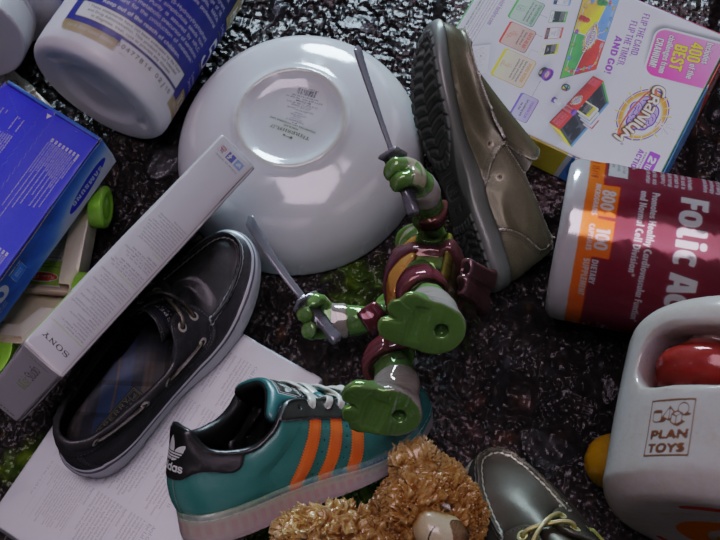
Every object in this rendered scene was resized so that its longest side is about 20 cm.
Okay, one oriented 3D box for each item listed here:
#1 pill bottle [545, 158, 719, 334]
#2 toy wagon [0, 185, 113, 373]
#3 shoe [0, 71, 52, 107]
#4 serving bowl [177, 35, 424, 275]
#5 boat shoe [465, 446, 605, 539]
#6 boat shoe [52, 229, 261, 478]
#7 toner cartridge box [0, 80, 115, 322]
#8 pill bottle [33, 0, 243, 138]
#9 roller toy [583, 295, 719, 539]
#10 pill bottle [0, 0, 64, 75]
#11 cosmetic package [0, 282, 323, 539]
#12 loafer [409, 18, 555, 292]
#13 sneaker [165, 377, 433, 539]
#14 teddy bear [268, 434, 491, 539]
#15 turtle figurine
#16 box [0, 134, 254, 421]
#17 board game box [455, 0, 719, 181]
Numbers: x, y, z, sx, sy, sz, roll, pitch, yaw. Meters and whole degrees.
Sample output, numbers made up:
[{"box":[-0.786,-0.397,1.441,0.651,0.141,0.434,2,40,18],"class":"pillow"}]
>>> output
[{"box":[0.233,-0.005,0.818,0.197,0.115,0.116,10,68,10],"class":"pill bottle"},{"box":[-0.273,0.003,0.898,0.152,0.040,0.203,4,72,7],"class":"toy wagon"},{"box":[-0.325,-0.150,0.962,0.198,0.054,0.070,32,74,14],"class":"shoe"},{"box":[-0.049,-0.102,0.913,0.196,0.066,0.203,-2,66,4],"class":"serving bowl"},{"box":[0.131,0.191,0.760,0.071,0.061,0.203,-22,58,-16],"class":"boat shoe"},{"box":[-0.138,0.046,0.801,0.069,0.066,0.201,34,72,17],"class":"boat shoe"},{"box":[-0.275,-0.030,0.865,0.094,0.043,0.201,31,78,13],"class":"toner cartridge box"},{"box":[-0.159,-0.219,0.943,0.118,0.120,0.202,23,71,14],"class":"pill bottle"},{"box":[0.243,0.111,0.730,0.197,0.183,0.142,13,69,10],"class":"roller toy"},{"box":[-0.277,-0.255,0.951,0.109,0.112,0.202,5,53,7],"class":"pill bottle"},{"box":[-0.136,0.131,0.827,0.149,0.052,0.201,27,71,17],"class":"cosmetic package"},{"box":[0.091,-0.088,0.877,0.069,0.075,0.203,-16,92,-16],"class":"loafer"},{"box":[-0.035,0.101,0.770,0.198,0.081,0.071,-21,20,-33],"class":"sneaker"},{"box":[0.000,0.198,0.730,0.198,0.067,0.147,-24,91,-8],"class":"teddy bear"},{"box":[0.000,0.000,0.773,0.143,0.201,0.195,-31,25,15],"class":"turtle figurine"},{"box":[-0.164,0.007,0.806,0.036,0.144,0.200,44,60,-7],"class":"box"},{"box":[0.167,-0.151,0.928,0.198,0.040,0.154,27,72,16],"class":"board game box"}]
